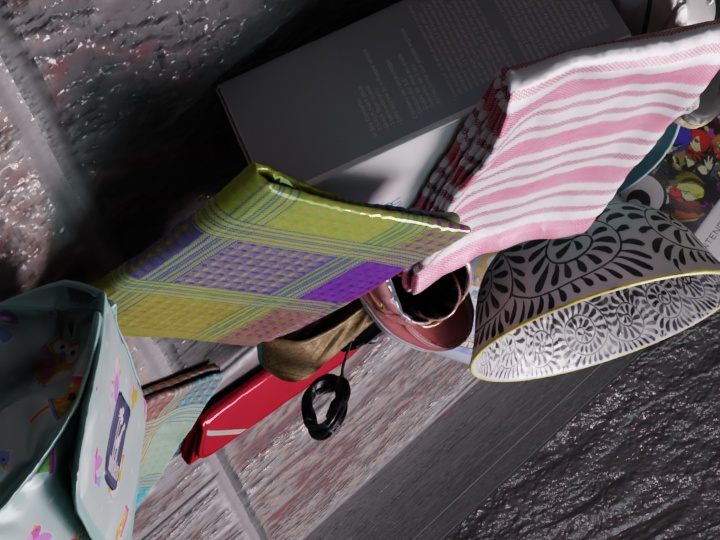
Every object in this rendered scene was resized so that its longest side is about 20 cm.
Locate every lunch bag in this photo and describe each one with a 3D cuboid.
[{"bbox_3d":[-0.187,0.108,0.631,0.200,0.122,0.170,-46,163,-19],"label":"lunch bag"}]

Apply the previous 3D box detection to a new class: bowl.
[{"bbox_3d":[0.163,0.002,0.902,0.200,0.094,0.201,-14,161,-5],"label":"bowl"}]

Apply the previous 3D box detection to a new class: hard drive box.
[{"bbox_3d":[0.039,-0.080,0.686,0.200,0.077,0.156,-25,161,0],"label":"hard drive box"}]

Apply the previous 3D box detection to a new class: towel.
[{"bbox_3d":[0.106,-0.058,0.665,0.146,0.030,0.200,-18,159,-24],"label":"towel"},{"bbox_3d":[-0.058,0.000,0.648,0.143,0.023,0.200,9,154,-38],"label":"towel"},{"bbox_3d":[-0.187,0.155,0.892,0.147,0.022,0.200,-20,150,-54],"label":"towel"}]

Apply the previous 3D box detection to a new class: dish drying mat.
[{"bbox_3d":[-0.062,0.090,1.026,0.200,0.018,0.077,-33,158,-33],"label":"dish drying mat"}]

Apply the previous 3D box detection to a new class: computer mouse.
[{"bbox_3d":[0.000,0.063,0.939,0.059,0.034,0.200,-21,-154,31],"label":"computer mouse"}]

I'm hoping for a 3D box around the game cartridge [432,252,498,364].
[{"bbox_3d":[0.120,0.023,1.051,0.199,0.042,0.133,14,118,-23],"label":"game cartridge"}]

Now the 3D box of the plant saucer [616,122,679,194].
[{"bbox_3d":[0.118,-0.096,0.851,0.199,0.027,0.200,-5,149,-3],"label":"plant saucer"}]

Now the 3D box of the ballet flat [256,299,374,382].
[{"bbox_3d":[0.000,0.000,0.912,0.200,0.068,0.072,-38,146,-6],"label":"ballet flat"}]

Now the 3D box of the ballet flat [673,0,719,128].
[{"bbox_3d":[0.219,-0.185,0.803,0.066,0.201,0.057,15,165,-28],"label":"ballet flat"}]

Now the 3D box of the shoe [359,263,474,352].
[{"bbox_3d":[0.041,0.016,0.844,0.071,0.091,0.200,-43,136,-2],"label":"shoe"}]

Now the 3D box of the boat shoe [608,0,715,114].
[{"bbox_3d":[0.159,-0.142,0.667,0.066,0.072,0.200,-18,144,3],"label":"boat shoe"}]

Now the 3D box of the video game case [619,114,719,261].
[{"bbox_3d":[0.205,-0.093,0.912,0.036,0.200,0.181,-48,168,-37],"label":"video game case"}]
